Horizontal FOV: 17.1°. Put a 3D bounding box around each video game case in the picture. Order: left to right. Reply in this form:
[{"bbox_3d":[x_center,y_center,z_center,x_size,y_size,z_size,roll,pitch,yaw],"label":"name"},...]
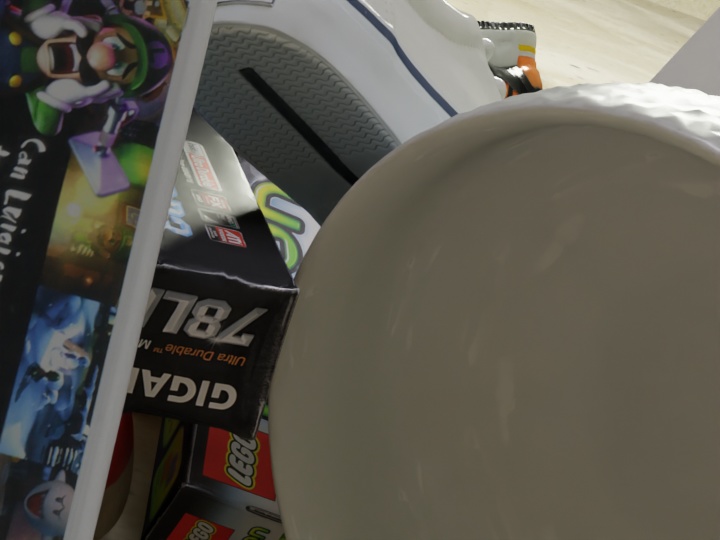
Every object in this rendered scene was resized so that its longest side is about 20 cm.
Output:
[{"bbox_3d":[-0.137,0.002,0.518,0.181,0.201,0.023,17,-18,-16],"label":"video game case"}]

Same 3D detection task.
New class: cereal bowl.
[{"bbox_3d":[0.077,0.047,0.588,0.200,0.201,0.083,28,31,29],"label":"cereal bowl"}]

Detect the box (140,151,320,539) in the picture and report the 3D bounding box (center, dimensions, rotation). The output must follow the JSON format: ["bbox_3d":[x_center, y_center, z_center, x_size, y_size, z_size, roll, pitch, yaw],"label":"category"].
[{"bbox_3d":[0.000,0.015,0.747,0.110,0.035,0.201,22,45,-15],"label":"box"}]

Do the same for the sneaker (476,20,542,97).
[{"bbox_3d":[0.034,-0.052,0.989,0.070,0.091,0.200,-14,2,26],"label":"sneaker"}]

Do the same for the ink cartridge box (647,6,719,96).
[{"bbox_3d":[0.227,-0.030,0.964,0.125,0.129,0.200,30,-18,46],"label":"ink cartridge box"}]

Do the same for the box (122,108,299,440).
[{"bbox_3d":[-0.130,-0.034,0.639,0.198,0.050,0.200,13,20,-19],"label":"box"}]

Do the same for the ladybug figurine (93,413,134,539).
[{"bbox_3d":[-0.132,0.016,0.697,0.135,0.072,0.200,9,18,-41],"label":"ladybug figurine"}]

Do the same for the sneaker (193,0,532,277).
[{"bbox_3d":[0.023,-0.033,0.666,0.073,0.071,0.200,-5,-38,31],"label":"sneaker"}]
